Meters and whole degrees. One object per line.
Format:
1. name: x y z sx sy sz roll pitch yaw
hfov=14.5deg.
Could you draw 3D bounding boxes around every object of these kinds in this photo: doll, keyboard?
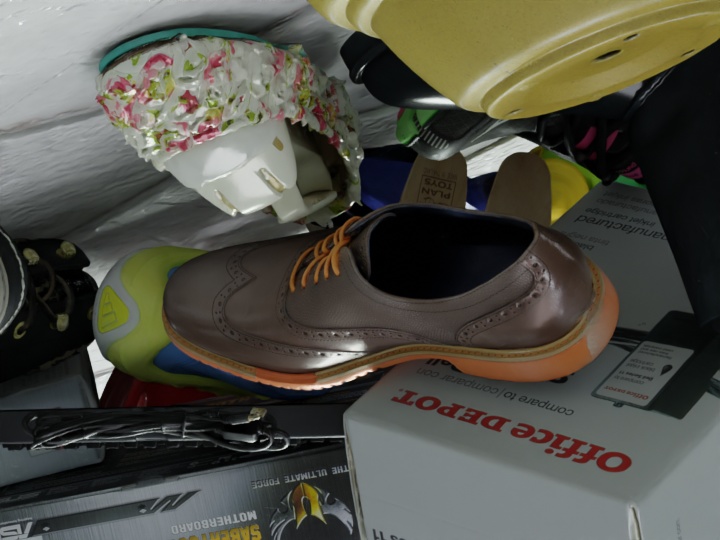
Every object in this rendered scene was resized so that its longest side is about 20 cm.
1. doll: 0.015 -0.034 1.306 0.136 0.049 0.200 6 178 -17
2. keyboard: -0.086 0.066 1.184 0.199 0.021 0.127 -2 178 7

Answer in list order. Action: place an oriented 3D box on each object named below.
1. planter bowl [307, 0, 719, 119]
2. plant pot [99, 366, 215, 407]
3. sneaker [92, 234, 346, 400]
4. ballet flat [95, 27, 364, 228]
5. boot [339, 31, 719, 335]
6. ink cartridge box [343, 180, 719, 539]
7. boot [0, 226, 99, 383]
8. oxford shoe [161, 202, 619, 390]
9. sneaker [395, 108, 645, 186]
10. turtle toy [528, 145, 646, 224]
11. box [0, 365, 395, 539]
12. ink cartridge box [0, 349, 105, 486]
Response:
1. planter bowl: 0.071 -0.105 0.962 0.200 0.084 0.200 -20 172 -3
2. plant pot: -0.028 0.085 1.466 0.200 0.201 0.183 -22 -173 9
3. sneaker: -0.022 0.031 1.259 0.105 0.076 0.200 16 -167 38
4. ballet flat: -0.039 -0.052 1.103 0.075 0.064 0.200 -24 170 17
5. boot: 0.110 -0.051 1.102 0.200 0.169 0.076 -20 173 -3
6. ink cartridge box: 0.109 0.056 1.161 0.146 0.083 0.200 14 -140 35
7. boot: -0.163 0.011 1.199 0.154 0.074 0.203 -18 173 -42
8. oxford shoe: 0.000 0.000 1.120 0.199 0.071 0.073 -3 146 28
9. sneaker: 0.104 -0.076 1.207 0.200 0.084 0.077 -15 168 -34
10. turtle toy: 0.121 -0.016 1.417 0.101 0.200 0.146 20 -172 1
11. box: -0.077 0.099 1.303 0.199 0.048 0.158 -11 -171 9
12. ink cartridge box: -0.222 0.079 1.336 0.199 0.050 0.162 -18 -168 -4
